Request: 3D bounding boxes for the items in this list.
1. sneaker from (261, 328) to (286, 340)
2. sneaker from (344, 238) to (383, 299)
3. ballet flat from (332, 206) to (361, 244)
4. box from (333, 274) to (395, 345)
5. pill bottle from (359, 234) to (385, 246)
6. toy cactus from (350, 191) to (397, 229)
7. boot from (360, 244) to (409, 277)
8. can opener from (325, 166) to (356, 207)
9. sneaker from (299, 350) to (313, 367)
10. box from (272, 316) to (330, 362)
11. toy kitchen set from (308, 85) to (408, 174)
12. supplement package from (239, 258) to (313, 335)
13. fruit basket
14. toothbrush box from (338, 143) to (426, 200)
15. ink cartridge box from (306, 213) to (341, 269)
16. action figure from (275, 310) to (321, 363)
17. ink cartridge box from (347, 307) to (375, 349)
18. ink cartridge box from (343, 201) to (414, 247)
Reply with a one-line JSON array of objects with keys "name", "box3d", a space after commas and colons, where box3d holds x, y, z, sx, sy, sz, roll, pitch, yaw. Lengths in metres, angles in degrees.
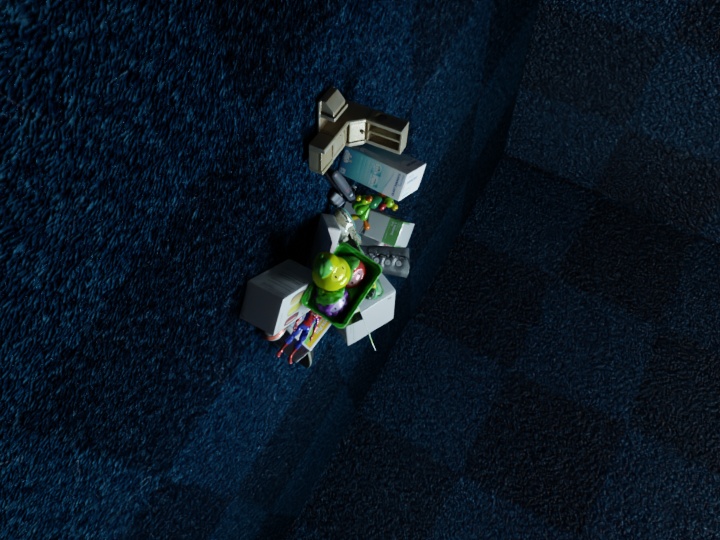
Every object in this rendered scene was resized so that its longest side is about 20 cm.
[{"name": "sneaker", "box3d": [-0.205, 0.105, 1.729, 0.200, 0.077, 0.082, -55, 156, -31]}, {"name": "sneaker", "box3d": [0.000, 0.000, 1.755, 0.078, 0.200, 0.085, -33, 157, 21]}, {"name": "ballet flat", "box3d": [-0.045, -0.106, 1.811, 0.075, 0.068, 0.200, -61, 157, -16]}, {"name": "box", "box3d": [-0.008, 0.102, 2.063, 0.200, 0.171, 0.199, -31, 153, -17]}, {"name": "pill bottle", "box3d": [0.037, -0.103, 2.098, 0.114, 0.114, 0.200, -64, 165, 3]}, {"name": "toy cactus", "box3d": [0.058, -0.198, 1.770, 0.165, 0.102, 0.200, -36, -171, -24]}, {"name": "boot", "box3d": [0.053, 0.002, 1.946, 0.066, 0.199, 0.166, -164, -100, -73]}, {"name": "can opener", "box3d": [-0.054, -0.229, 1.693, 0.079, 0.063, 0.200, -60, 164, -11]}, {"name": "sneaker", "box3d": [-0.166, 0.236, 2.050, 0.106, 0.075, 0.200, -49, 158, -35]}, {"name": "box", "box3d": [-0.155, 0.159, 1.855, 0.200, 0.101, 0.112, -51, -175, -39]}, {"name": "toy kitchen set", "box3d": [-0.004, -0.332, 1.471, 0.200, 0.180, 0.163, -57, 163, -36]}, {"name": "supplement package", "box3d": [-0.204, 0.065, 1.594, 0.200, 0.109, 0.114, -35, 147, -59]}, {"name": "fruit basket", "box3d": [-0.054, 0.028, 1.578, 0.216, 0.155, 0.216, -56, 177, -4]}, {"name": "toothbrush box", "box3d": [0.061, -0.285, 1.722, 0.146, 0.200, 0.086, -39, 151, -57]}, {"name": "ink cartridge box", "box3d": [-0.100, -0.030, 1.718, 0.176, 0.045, 0.201, -114, -143, -55]}, {"name": "action figure", "box3d": [-0.160, 0.165, 1.722, 0.200, 0.065, 0.052, -57, -168, 4]}, {"name": "ink cartridge box", "box3d": [-0.029, 0.140, 1.766, 0.076, 0.201, 0.148, -22, 165, -2]}, {"name": "ink cartridge box", "box3d": [0.049, -0.144, 1.915, 0.085, 0.199, 0.146, -69, 164, 8]}]
